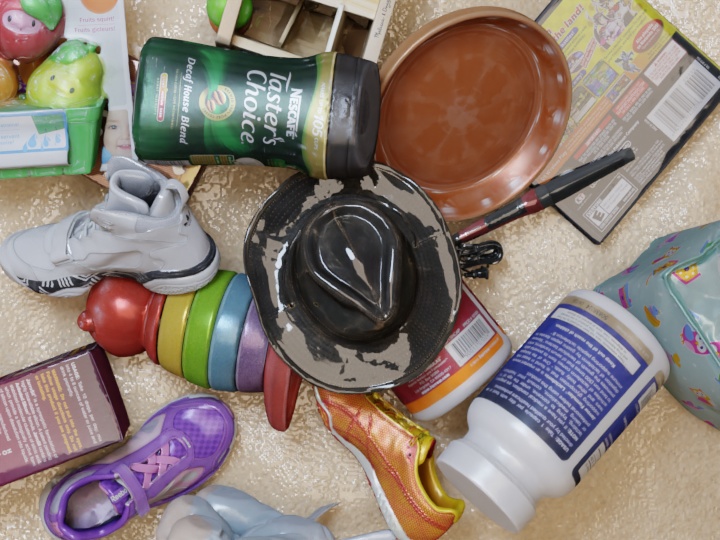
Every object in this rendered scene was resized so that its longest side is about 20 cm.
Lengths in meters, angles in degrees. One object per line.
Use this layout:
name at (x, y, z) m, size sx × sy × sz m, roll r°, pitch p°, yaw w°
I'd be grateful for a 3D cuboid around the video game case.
video game case at (0.217, -0.158, 1.441) m, size 0.181 × 0.026 × 0.200 m, roll 40°, pitch 89°, yaw -4°

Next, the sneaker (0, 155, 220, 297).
sneaker at (-0.224, -0.039, 1.319) m, size 0.199 × 0.115 × 0.075 m, roll 1°, pitch 49°, yaw 13°

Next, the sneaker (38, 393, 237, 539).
sneaker at (-0.197, 0.184, 1.382) m, size 0.200 × 0.088 × 0.081 m, roll -32°, pitch 92°, yaw -5°

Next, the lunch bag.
lunch bag at (0.325, 0.064, 1.378) m, size 0.122 × 0.170 × 0.200 m, roll -37°, pitch 93°, yaw -15°

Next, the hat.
hat at (0.000, 0.000, 1.283) m, size 0.199 × 0.081 × 0.202 m, roll 1°, pitch 83°, yaw -8°

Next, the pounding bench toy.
pounding bench toy at (-0.063, -0.201, 1.368) m, size 0.155 × 0.124 × 0.201 m, roll 16°, pitch 90°, yaw -5°

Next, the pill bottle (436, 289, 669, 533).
pill bottle at (0.165, 0.123, 1.344) m, size 0.116 × 0.116 × 0.200 m, roll 44°, pitch 76°, yaw -4°

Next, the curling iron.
curling iron at (0.164, -0.056, 1.419) m, size 0.199 × 0.026 × 0.050 m, roll -34°, pitch 116°, yaw -4°

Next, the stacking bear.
stacking bear at (-0.147, 0.050, 1.374) m, size 0.199 × 0.114 × 0.122 m, roll 12°, pitch 50°, yaw 7°

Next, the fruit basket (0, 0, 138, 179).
fruit basket at (-0.285, -0.175, 1.298) m, size 0.184 × 0.094 × 0.201 m, roll -3°, pitch 113°, yaw -3°

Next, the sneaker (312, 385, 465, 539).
sneaker at (0.025, 0.147, 1.393) m, size 0.077 × 0.073 × 0.200 m, roll -36°, pitch 87°, yaw 21°

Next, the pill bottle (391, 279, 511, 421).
pill bottle at (0.034, 0.026, 1.386) m, size 0.113 × 0.113 × 0.200 m, roll -39°, pitch 93°, yaw -3°

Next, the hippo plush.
hippo plush at (-0.102, 0.290, 1.372) m, size 0.159 × 0.199 × 0.162 m, roll 20°, pitch 103°, yaw 38°

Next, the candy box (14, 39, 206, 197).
candy box at (-0.228, -0.138, 1.390) m, size 0.199 × 0.056 × 0.117 m, roll 29°, pitch 89°, yaw -3°

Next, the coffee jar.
coffee jar at (-0.083, -0.132, 1.276) m, size 0.199 × 0.085 × 0.105 m, roll 5°, pitch 85°, yaw 3°

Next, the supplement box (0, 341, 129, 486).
supplement box at (-0.310, 0.138, 1.360) m, size 0.199 × 0.110 × 0.086 m, roll -20°, pitch 93°, yaw -4°

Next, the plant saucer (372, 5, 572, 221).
plant saucer at (0.092, -0.138, 1.364) m, size 0.199 × 0.032 × 0.201 m, roll -12°, pitch 124°, yaw -19°
